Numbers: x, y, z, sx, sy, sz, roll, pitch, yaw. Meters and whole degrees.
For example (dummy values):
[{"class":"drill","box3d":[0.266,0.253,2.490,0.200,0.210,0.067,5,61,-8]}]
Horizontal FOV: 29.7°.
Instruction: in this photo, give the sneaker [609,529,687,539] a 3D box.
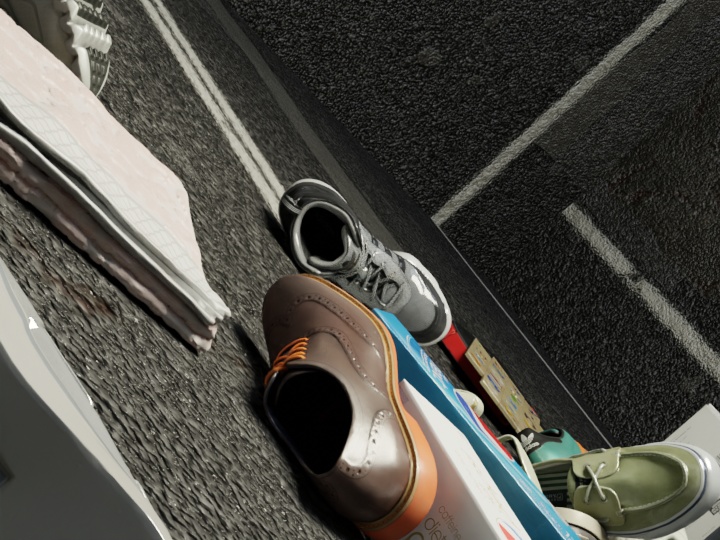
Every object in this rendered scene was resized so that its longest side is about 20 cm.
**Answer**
[{"class":"sneaker","box3d":[0.229,0.227,1.222,0.198,0.075,0.082,18,38,-34]}]

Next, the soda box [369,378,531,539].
[{"class":"soda box","box3d":[0.052,0.149,0.716,0.068,0.064,0.200,44,9,-35]}]

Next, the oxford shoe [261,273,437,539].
[{"class":"oxford shoe","box3d":[-0.021,0.056,0.748,0.072,0.071,0.200,37,13,-38]}]

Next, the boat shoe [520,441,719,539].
[{"class":"boat shoe","box3d":[0.187,0.177,1.073,0.062,0.199,0.073,22,59,-42]}]

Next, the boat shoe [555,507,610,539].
[{"class":"boat shoe","box3d":[0.189,0.264,1.095,0.200,0.072,0.063,50,46,-40]}]

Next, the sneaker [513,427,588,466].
[{"class":"sneaker","box3d":[0.222,0.210,1.476,0.080,0.071,0.200,56,10,25]}]

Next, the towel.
[{"class":"towel","box3d":[-0.154,-0.066,0.729,0.200,0.032,0.191,46,7,-32]}]

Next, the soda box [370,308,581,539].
[{"class":"soda box","box3d":[0.054,0.122,0.859,0.200,0.068,0.064,50,7,12]}]

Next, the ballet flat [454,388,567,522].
[{"class":"ballet flat","box3d":[0.077,0.130,0.983,0.201,0.074,0.074,51,7,21]}]

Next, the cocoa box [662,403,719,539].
[{"class":"cocoa box","box3d":[0.382,0.284,1.547,0.131,0.200,0.134,46,6,-25]}]

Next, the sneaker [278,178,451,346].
[{"class":"sneaker","box3d":[0.000,0.000,1.218,0.200,0.076,0.114,43,7,-1]}]

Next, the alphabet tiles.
[{"class":"alphabet tiles","box3d":[0.180,0.157,1.617,0.167,0.006,0.200,54,10,2]}]

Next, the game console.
[{"class":"game console","box3d":[0.173,0.155,1.695,0.200,0.031,0.178,39,18,-54]}]

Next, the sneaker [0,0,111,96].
[{"class":"sneaker","box3d":[-0.223,-0.199,0.893,0.075,0.080,0.202,36,33,-82]}]

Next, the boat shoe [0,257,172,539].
[{"class":"boat shoe","box3d":[-0.103,0.034,0.351,0.200,0.072,0.069,44,-17,19]}]
